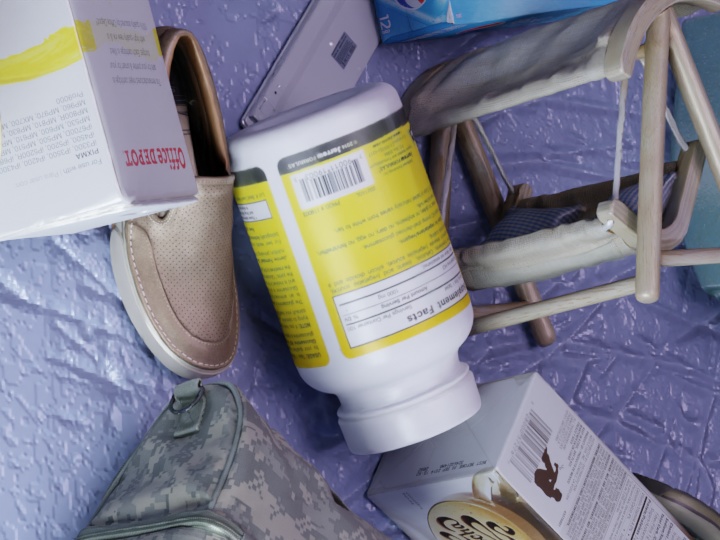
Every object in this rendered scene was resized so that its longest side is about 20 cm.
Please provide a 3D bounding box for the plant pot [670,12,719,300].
[{"bbox_3d":[0.337,-0.058,1.796,0.196,0.195,0.202,27,69,-37],"label":"plant pot"}]

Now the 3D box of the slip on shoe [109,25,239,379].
[{"bbox_3d":[-0.100,-0.040,1.445,0.076,0.060,0.202,-3,81,-45],"label":"slip on shoe"}]

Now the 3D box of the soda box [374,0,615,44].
[{"bbox_3d":[0.093,-0.195,1.668,0.199,0.064,0.068,-13,91,-48],"label":"soda box"}]

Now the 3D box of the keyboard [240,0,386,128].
[{"bbox_3d":[-0.016,-0.143,1.593,0.056,0.011,0.201,51,49,-29],"label":"keyboard"}]

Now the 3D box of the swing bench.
[{"bbox_3d":[0.130,-0.064,1.580,0.129,0.198,0.202,-3,81,-44],"label":"swing bench"}]

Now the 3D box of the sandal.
[{"bbox_3d":[0.241,0.206,1.714,0.201,0.080,0.058,37,73,-24],"label":"sandal"}]

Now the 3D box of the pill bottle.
[{"bbox_3d":[0.000,0.000,1.494,0.112,0.112,0.201,-27,102,-45],"label":"pill bottle"}]

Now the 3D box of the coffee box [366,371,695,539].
[{"bbox_3d":[0.115,0.161,1.566,0.200,0.113,0.080,46,51,-27],"label":"coffee box"}]

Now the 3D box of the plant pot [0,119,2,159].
[{"bbox_3d":[-0.271,-0.107,1.227,0.200,0.200,0.143,39,26,-31],"label":"plant pot"}]

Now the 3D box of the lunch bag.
[{"bbox_3d":[-0.055,0.176,1.375,0.200,0.139,0.168,45,52,-28],"label":"lunch bag"}]

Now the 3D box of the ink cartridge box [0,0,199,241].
[{"bbox_3d":[-0.164,-0.121,1.347,0.145,0.083,0.202,-14,88,-78],"label":"ink cartridge box"}]
